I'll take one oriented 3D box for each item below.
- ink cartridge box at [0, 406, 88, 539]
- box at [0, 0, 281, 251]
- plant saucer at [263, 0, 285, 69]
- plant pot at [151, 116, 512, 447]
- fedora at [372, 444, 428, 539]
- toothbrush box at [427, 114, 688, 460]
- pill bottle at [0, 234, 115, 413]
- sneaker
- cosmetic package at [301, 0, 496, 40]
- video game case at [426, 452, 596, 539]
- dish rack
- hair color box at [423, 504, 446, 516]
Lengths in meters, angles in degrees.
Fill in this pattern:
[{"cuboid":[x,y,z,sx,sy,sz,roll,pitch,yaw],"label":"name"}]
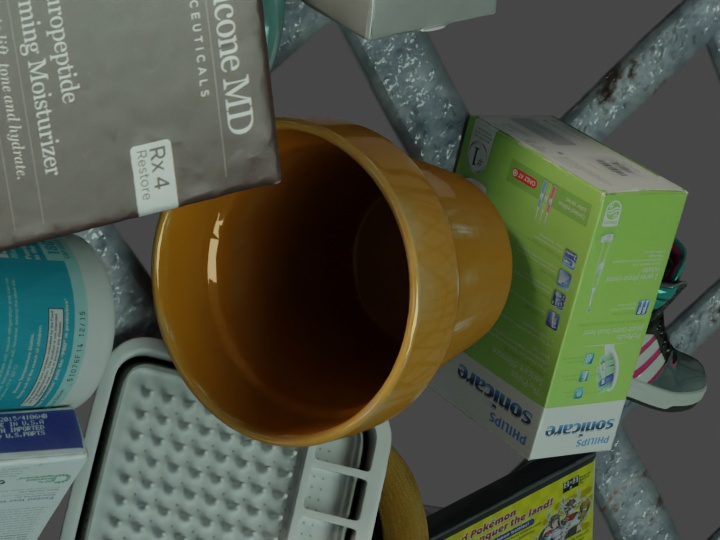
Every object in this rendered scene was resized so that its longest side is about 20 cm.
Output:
[{"cuboid":[-0.285,0.150,1.291,0.196,0.043,0.200,-2,149,-30],"label":"ink cartridge box"},{"cuboid":[-0.167,-0.126,1.153,0.199,0.164,0.166,-14,119,-17],"label":"box"},{"cuboid":[-0.120,-0.141,1.304,0.200,0.036,0.201,-19,125,-30],"label":"plant saucer"},{"cuboid":[0.000,0.000,1.386,0.183,0.200,0.201,-9,121,-56],"label":"plant pot"},{"cuboid":[-0.051,0.187,1.486,0.200,0.082,0.201,3,80,-18],"label":"fedora"},{"cuboid":[0.126,0.009,1.512,0.086,0.146,0.201,-1,114,-39],"label":"toothbrush box"},{"cuboid":[-0.249,0.028,1.243,0.200,0.111,0.111,3,112,-40],"label":"pill bottle"},{"cuboid":[0.216,0.030,1.646,0.200,0.084,0.121,18,112,-42],"label":"sneaker"},{"cuboid":[0.029,-0.252,1.329,0.107,0.090,0.201,-13,125,-33],"label":"cosmetic package"},{"cuboid":[0.093,0.240,1.620,0.200,0.025,0.181,-23,128,-30],"label":"video game case"},{"cuboid":[-0.090,0.145,1.413,0.199,0.044,0.172,16,77,-15],"label":"dish rack"},{"cuboid":[0.016,0.275,1.634,0.099,0.061,0.200,15,105,-44],"label":"hair color box"}]
